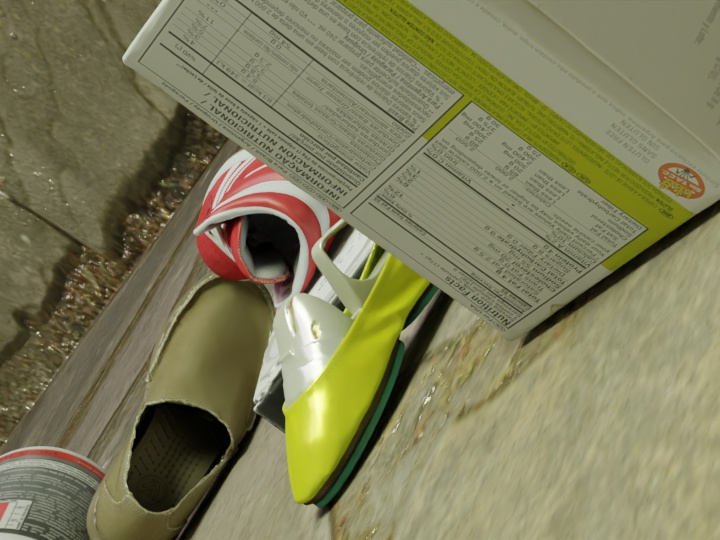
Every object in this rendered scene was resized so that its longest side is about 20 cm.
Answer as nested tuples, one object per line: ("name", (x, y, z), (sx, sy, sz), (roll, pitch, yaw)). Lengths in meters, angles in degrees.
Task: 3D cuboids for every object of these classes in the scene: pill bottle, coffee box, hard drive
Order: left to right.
("pill bottle", (-0.205, 0.194, 1.629), (0.116, 0.116, 0.200), (-52, 8, 18))
("hard drive", (0.000, 0.000, 1.494), (0.140, 0.038, 0.200), (-52, 7, 17))
("coffee box", (0.060, -0.129, 1.046), (0.200, 0.200, 0.198), (-58, 7, -26))

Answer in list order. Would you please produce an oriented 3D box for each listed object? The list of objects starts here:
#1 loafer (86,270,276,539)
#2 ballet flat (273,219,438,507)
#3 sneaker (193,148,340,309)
("loafer", (-0.097, 0.084, 1.621), (0.067, 0.076, 0.201), (-38, 28, 63))
("ballet flat", (-0.002, 0.020, 1.299), (0.200, 0.067, 0.067), (-60, 9, -29))
("sneaker", (-0.061, -0.019, 1.546), (0.113, 0.071, 0.200), (-55, 8, -35))
